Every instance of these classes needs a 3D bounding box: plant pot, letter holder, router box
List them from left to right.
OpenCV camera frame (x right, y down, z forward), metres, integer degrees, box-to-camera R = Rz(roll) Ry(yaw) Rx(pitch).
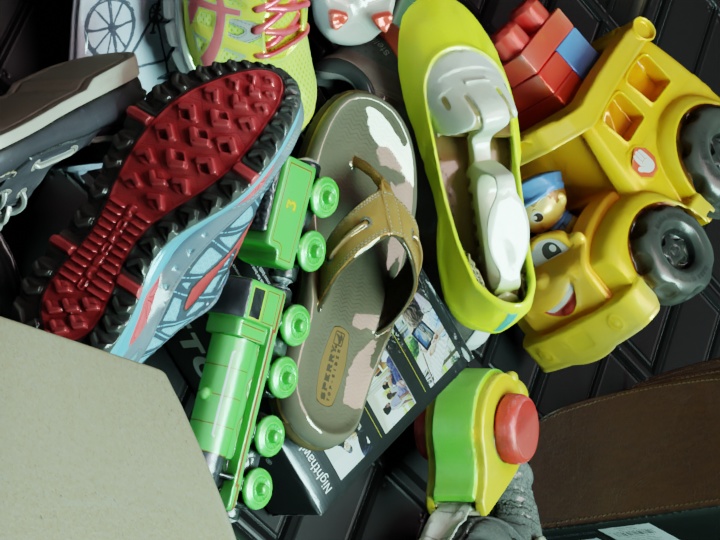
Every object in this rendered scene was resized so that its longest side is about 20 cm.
[{"bbox_3d":[-0.175,0.132,1.275,0.200,0.200,0.177,22,54,-43],"label":"plant pot"},{"bbox_3d":[-0.038,0.014,1.537,0.149,0.051,0.200,-44,114,-34],"label":"router box"},{"bbox_3d":[0.213,0.101,1.701,0.101,0.200,0.142,29,60,-41],"label":"letter holder"}]

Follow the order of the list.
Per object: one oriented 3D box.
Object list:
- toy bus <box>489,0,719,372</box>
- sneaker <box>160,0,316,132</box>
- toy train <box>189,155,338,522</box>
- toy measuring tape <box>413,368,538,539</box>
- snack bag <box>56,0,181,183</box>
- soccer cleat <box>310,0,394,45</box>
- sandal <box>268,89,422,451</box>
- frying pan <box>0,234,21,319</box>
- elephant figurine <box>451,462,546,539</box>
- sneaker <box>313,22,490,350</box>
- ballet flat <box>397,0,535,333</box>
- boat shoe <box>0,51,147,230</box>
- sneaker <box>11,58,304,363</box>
[{"bbox_3d":[0.136,-0.066,1.721,0.192,0.136,0.200,46,52,-15],"label":"toy bus"},{"bbox_3d":[-0.055,-0.157,1.446,0.078,0.090,0.200,-36,121,-37],"label":"sneaker"},{"bbox_3d":[-0.057,0.033,1.454,0.056,0.042,0.200,24,76,-50],"label":"toy train"},{"bbox_3d":[0.052,0.108,1.579,0.074,0.074,0.200,64,34,-16],"label":"toy measuring tape"},{"bbox_3d":[-0.094,-0.157,1.511,0.188,0.021,0.200,-13,114,-50],"label":"snack bag"},{"bbox_3d":[0.003,-0.229,1.580,0.069,0.078,0.200,6,110,-20],"label":"soccer cleat"},{"bbox_3d":[0.000,0.000,1.499,0.080,0.054,0.200,22,72,-36],"label":"sandal"},{"bbox_3d":[-0.238,-0.006,1.344,0.190,0.031,0.115,39,51,-33],"label":"frying pan"},{"bbox_3d":[0.067,0.206,1.589,0.141,0.155,0.200,-20,84,-6],"label":"elephant figurine"},{"bbox_3d":[0.017,-0.042,1.628,0.082,0.077,0.200,-19,91,-29],"label":"sneaker"},{"bbox_3d":[0.068,-0.064,1.577,0.067,0.067,0.200,-8,87,-18],"label":"ballet flat"},{"bbox_3d":[-0.171,-0.052,1.368,0.200,0.073,0.063,-35,119,-51],"label":"boat shoe"},{"bbox_3d":[-0.100,-0.022,1.414,0.200,0.079,0.096,-50,160,-1],"label":"sneaker"}]
